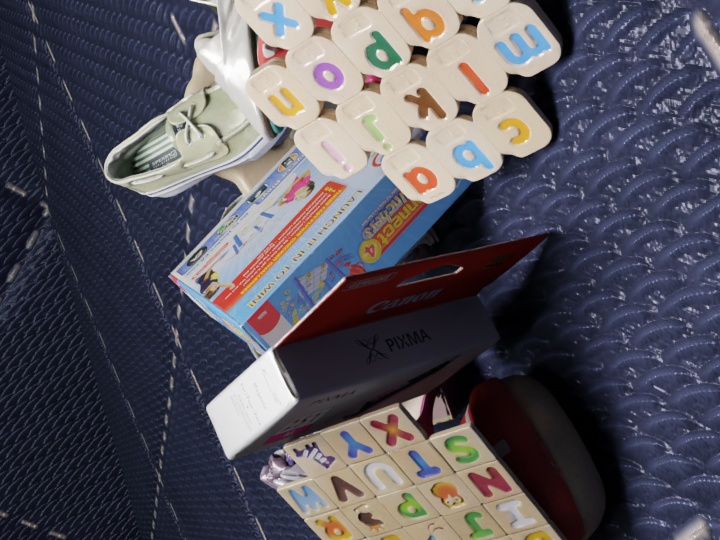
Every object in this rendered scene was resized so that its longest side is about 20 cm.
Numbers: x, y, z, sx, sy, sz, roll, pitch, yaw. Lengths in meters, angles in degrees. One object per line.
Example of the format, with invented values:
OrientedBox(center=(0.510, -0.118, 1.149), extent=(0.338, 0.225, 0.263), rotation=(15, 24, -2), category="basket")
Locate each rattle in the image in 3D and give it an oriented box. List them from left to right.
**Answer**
OrientedBox(center=(-0.107, -0.101, 1.139), extent=(0.143, 0.129, 0.202), rotation=(-12, 88, 60), category="rattle")

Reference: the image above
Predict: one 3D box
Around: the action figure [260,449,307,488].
OrientedBox(center=(-0.035, 0.135, 1.025), extent=(0.069, 0.131, 0.200), rotation=(27, 153, 5), category="action figure")

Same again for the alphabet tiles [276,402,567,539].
OrientedBox(center=(0.043, 0.172, 0.838), extent=(0.166, 0.006, 0.200), rotation=(-23, 119, 31), category="alphabet tiles")

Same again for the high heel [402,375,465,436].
OrientedBox(center=(0.028, 0.098, 0.951), extent=(0.067, 0.200, 0.096), rotation=(-20, 97, 32), category="high heel")

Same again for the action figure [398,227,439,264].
OrientedBox(center=(0.000, 0.000, 0.990), extent=(0.070, 0.130, 0.200), rotation=(57, 174, -14), category="action figure")

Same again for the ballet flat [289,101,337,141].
OrientedBox(center=(-0.036, -0.188, 0.911), extent=(0.068, 0.068, 0.202), rotation=(39, -133, -79), category="ballet flat")

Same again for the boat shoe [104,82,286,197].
OrientedBox(center=(-0.135, -0.113, 1.026), extent=(0.199, 0.062, 0.072), rotation=(-30, 76, 34), category="boat shoe")

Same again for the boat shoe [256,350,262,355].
OrientedBox(center=(-0.067, -0.010, 1.118), extent=(0.072, 0.076, 0.201), rotation=(-45, 39, 47), category="boat shoe")

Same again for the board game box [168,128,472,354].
OrientedBox(center=(-0.037, -0.032, 0.937), extent=(0.056, 0.200, 0.196), rotation=(47, 171, -24), category="board game box")

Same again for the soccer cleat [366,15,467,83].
OrientedBox(center=(0.041, -0.177, 0.829), extent=(0.200, 0.069, 0.087), rotation=(113, 160, -67), category="soccer cleat")

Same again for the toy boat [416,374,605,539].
OrientedBox(center=(0.090, 0.167, 0.894), extent=(0.131, 0.130, 0.201), rotation=(59, 156, 26), category="toy boat")

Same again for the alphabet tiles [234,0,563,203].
OrientedBox(center=(0.023, -0.129, 0.767), extent=(0.199, 0.015, 0.196), rotation=(-26, 121, 36), category="alphabet tiles")

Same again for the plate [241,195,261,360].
OrientedBox(center=(-0.084, 0.024, 1.173), extent=(0.200, 0.025, 0.201), rotation=(50, -149, -45), category="plate")

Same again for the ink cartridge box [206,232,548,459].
OrientedBox(center=(0.021, 0.049, 0.806), extent=(0.173, 0.199, 0.044), rotation=(-42, 69, 43), category="ink cartridge box")

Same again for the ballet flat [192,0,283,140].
OrientedBox(center=(-0.101, -0.199, 0.937), extent=(0.069, 0.069, 0.202), rotation=(-166, 68, -65), category="ballet flat")

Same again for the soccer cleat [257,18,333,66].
OrientedBox(center=(-0.019, -0.222, 0.846), extent=(0.085, 0.068, 0.201), rotation=(-99, 29, -56), category="soccer cleat")

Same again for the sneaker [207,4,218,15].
OrientedBox(center=(-0.058, -0.231, 1.017), extent=(0.200, 0.114, 0.076), rotation=(48, 161, -20), category="sneaker")
